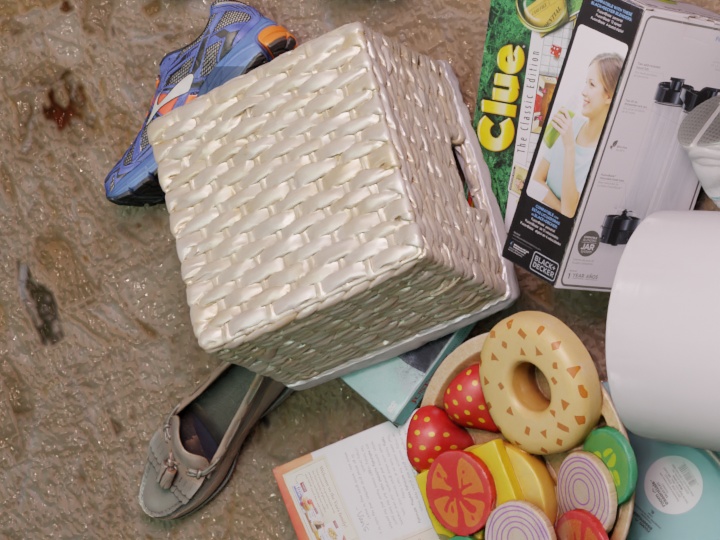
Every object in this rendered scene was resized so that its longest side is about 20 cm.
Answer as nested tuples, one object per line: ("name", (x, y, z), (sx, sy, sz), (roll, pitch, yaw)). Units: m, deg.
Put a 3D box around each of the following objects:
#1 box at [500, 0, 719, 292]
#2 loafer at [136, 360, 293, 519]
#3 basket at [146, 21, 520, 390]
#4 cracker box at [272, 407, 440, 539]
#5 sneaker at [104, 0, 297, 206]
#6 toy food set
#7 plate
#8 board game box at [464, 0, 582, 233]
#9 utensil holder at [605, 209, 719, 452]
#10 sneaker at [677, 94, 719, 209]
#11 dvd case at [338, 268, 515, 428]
("box", (0.183, -0.088, 1.630), (0.060, 0.116, 0.201), (32, 112, 45))
("loafer", (-0.120, 0.119, 1.852), (0.072, 0.063, 0.200), (47, 114, 17))
("basket", (-0.024, -0.044, 1.687), (0.200, 0.161, 0.199), (-24, 69, 22))
("cracker box", (0.047, 0.174, 1.766), (0.200, 0.058, 0.134), (-24, 83, 29))
("sneaker", (-0.131, -0.127, 1.841), (0.200, 0.075, 0.078), (-47, 63, 16))
("toy food set", (0.110, 0.139, 1.646), (0.200, 0.049, 0.199), (-30, 77, 41))
("plate", (0.200, 0.174, 1.665), (0.199, 0.026, 0.201), (0, 88, 12))
("board game box", (0.133, -0.122, 1.713), (0.104, 0.023, 0.201), (12, 100, 30))
("utensil holder", (0.283, 0.045, 1.563), (0.199, 0.170, 0.171), (5, 97, 32))
("sneaker", (0.318, -0.092, 1.593), (0.200, 0.071, 0.080), (-13, 124, 18))
("dvd case", (0.000, 0.000, 1.766), (0.200, 0.022, 0.146), (40, 97, 30))
